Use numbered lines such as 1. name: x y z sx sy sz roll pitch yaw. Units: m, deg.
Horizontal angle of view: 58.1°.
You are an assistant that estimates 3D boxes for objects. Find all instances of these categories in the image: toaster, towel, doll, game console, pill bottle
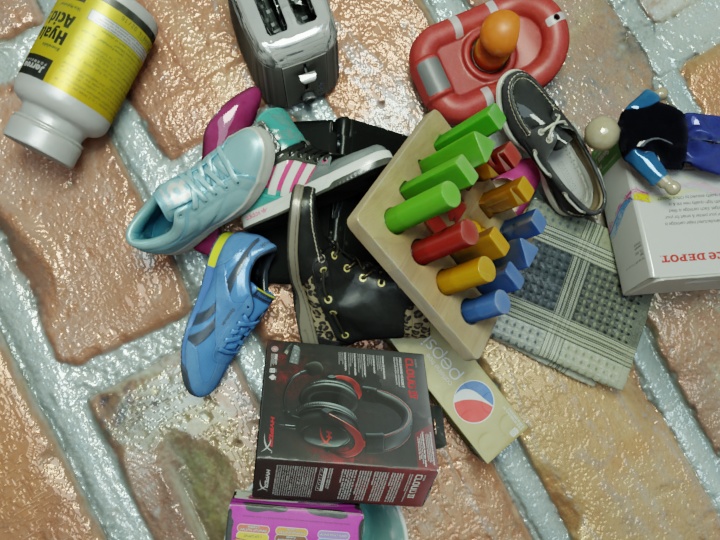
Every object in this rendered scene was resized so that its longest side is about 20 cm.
1. toaster: -0.095 -0.305 0.771 0.113 0.129 0.202 -20 87 -7
2. towel: 0.272 0.032 0.826 0.198 0.035 0.194 23 81 0
3. doll: 0.357 -0.146 0.745 0.198 0.049 0.138 8 71 -1
4. game console: -0.034 -0.078 0.812 0.174 0.116 0.203 8 84 -34
5. pill bottle: -0.328 -0.226 0.754 0.110 0.111 0.202 24 84 -2

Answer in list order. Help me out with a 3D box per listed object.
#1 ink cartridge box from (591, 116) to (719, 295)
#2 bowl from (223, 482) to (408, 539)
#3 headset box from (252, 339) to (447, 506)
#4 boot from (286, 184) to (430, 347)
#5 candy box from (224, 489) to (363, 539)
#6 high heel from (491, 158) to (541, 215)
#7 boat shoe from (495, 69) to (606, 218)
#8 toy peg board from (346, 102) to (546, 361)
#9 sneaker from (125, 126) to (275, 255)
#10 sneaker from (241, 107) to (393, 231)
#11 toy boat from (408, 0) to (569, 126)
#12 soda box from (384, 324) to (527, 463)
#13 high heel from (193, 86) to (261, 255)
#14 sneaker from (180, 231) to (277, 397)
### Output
1. ink cartridge box: 0.384 -0.077 0.795 0.143 0.084 0.202 -4 73 -5
2. bowl: -0.049 0.301 0.735 0.198 0.105 0.203 0 85 -4
3. headset box: -0.008 0.159 0.684 0.198 0.076 0.150 7 42 -8
4. boot: 0.000 0.000 0.696 0.149 0.073 0.202 -3 116 3
5. candy box: -0.074 0.332 0.647 0.135 0.061 0.203 7 84 -4
6. high heel: 0.156 -0.075 0.788 0.199 0.096 0.068 -36 89 -7
7. boat shoe: 0.229 -0.149 0.769 0.074 0.060 0.201 -33 107 -10
8. toy peg board: 0.120 -0.052 0.668 0.199 0.097 0.201 48 51 -17
9. sneaker: -0.176 -0.079 0.700 0.200 0.082 0.074 -42 79 20
10. sneaker: -0.064 -0.131 0.731 0.198 0.083 0.122 -19 85 24
11. toy boat: 0.163 -0.270 0.788 0.198 0.131 0.132 -25 88 -6
12. soda box: 0.108 0.128 0.783 0.068 0.064 0.201 -38 90 -7
13. high heel: -0.155 -0.118 0.780 0.096 0.067 0.201 36 98 9
14. sneaker: -0.149 0.054 0.754 0.078 0.066 0.202 14 86 21
